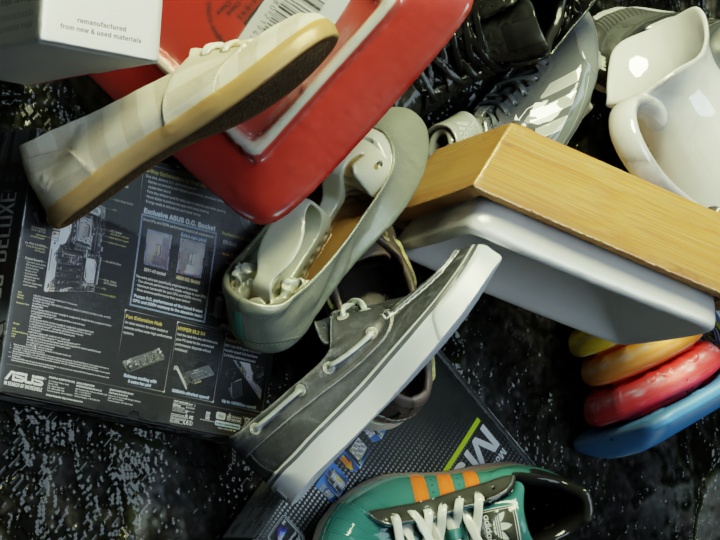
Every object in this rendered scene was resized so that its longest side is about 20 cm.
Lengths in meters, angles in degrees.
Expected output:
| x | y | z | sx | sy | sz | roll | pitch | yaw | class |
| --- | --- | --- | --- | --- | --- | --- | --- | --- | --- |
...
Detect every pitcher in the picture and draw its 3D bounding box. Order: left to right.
| x | y | z | sx | sy | sz | roll | pitch | yaw | class |
| --- | --- | --- | --- | --- | --- | --- | --- | --- | --- |
| 0.239 | -0.057 | 1.712 | 0.200 | 0.121 | 0.172 | 57 | 34 | -16 | pitcher |

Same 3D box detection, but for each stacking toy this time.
| x | y | z | sx | sy | sz | roll | pitch | yaw | class |
| --- | --- | --- | --- | --- | --- | --- | --- | --- | --- |
| 0.178 | 0.021 | 1.760 | 0.110 | 0.116 | 0.201 | -27 | 91 | -32 | stacking toy |

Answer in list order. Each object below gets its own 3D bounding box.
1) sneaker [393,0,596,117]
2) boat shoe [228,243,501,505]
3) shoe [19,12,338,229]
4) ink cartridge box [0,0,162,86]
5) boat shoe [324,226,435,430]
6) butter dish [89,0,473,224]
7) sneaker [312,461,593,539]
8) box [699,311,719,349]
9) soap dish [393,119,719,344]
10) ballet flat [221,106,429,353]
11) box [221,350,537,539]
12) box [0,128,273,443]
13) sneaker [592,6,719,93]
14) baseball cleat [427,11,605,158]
| x | y | z | sx | sy | sz | roll | pitch | yaw | class |
| --- | --- | --- | --- | --- | --- | --- | --- | --- | --- |
| 0.082 | -0.157 | 1.669 | 0.200 | 0.104 | 0.060 | -41 | 114 | -33 | sneaker |
| 0.001 | 0.049 | 1.525 | 0.068 | 0.072 | 0.200 | 43 | 91 | 4 | boat shoe |
| -0.105 | -0.097 | 1.426 | 0.200 | 0.070 | 0.054 | -32 | 84 | 4 | shoe |
| -0.179 | -0.216 | 1.429 | 0.084 | 0.144 | 0.201 | 8 | 83 | -38 | ink cartridge box |
| 0.000 | 0.000 | 1.597 | 0.072 | 0.060 | 0.201 | -10 | 79 | -25 | boat shoe |
| -0.052 | -0.156 | 1.529 | 0.199 | 0.148 | 0.200 | 43 | 96 | 8 | butter dish |
| 0.063 | 0.160 | 1.597 | 0.199 | 0.080 | 0.072 | -13 | 96 | -37 | sneaker |
| 0.296 | -0.023 | 1.867 | 0.200 | 0.064 | 0.070 | -49 | 118 | -30 | box |
| 0.133 | -0.023 | 1.612 | 0.199 | 0.157 | 0.082 | 23 | 77 | -17 | soap dish |
| -0.018 | -0.038 | 1.537 | 0.200 | 0.067 | 0.064 | -56 | 153 | -25 | ballet flat |
| 0.027 | 0.168 | 1.649 | 0.193 | 0.047 | 0.200 | 50 | 60 | -22 | box |
| -0.139 | 0.013 | 1.515 | 0.199 | 0.050 | 0.158 | 14 | 79 | -39 | box |
| 0.243 | -0.159 | 1.812 | 0.199 | 0.090 | 0.067 | 2 | 86 | -39 | sneaker |
| 0.102 | -0.105 | 1.707 | 0.106 | 0.070 | 0.201 | 28 | 71 | -36 | baseball cleat |
